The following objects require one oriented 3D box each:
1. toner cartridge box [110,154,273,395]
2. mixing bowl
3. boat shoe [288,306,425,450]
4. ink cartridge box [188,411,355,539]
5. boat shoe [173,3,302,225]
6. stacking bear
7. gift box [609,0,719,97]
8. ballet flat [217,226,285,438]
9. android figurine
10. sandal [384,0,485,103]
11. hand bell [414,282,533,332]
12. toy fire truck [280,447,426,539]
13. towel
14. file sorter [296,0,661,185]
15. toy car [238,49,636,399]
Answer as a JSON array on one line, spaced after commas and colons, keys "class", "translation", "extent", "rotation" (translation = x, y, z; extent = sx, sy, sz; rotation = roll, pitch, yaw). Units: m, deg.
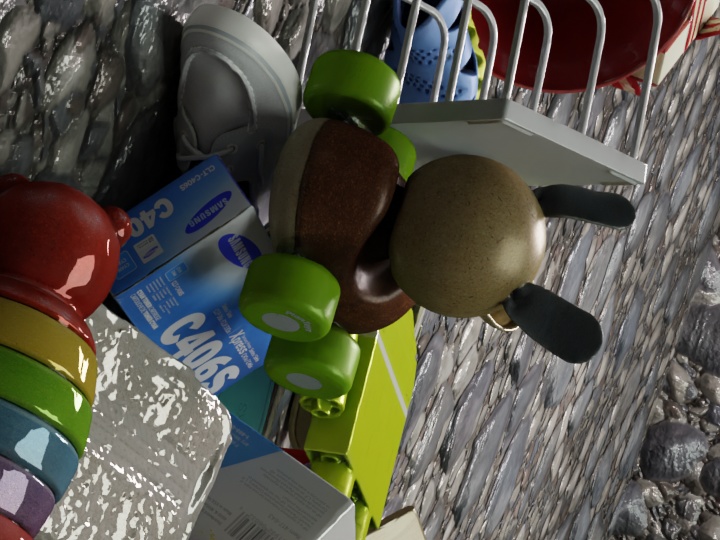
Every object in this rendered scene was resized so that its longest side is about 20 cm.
[{"class": "toner cartridge box", "translation": [-0.092, 0.011, 1.305], "extent": [0.095, 0.043, 0.200], "rotation": [-35, 157, -4]}, {"class": "mixing bowl", "translation": [0.147, -0.244, 1.629], "extent": [0.109, 0.199, 0.201], "rotation": [-98, -161, -65]}, {"class": "boat shoe", "translation": [0.010, 0.058, 1.691], "extent": [0.201, 0.074, 0.068], "rotation": [-62, 173, 7]}, {"class": "ink cartridge box", "translation": [-0.113, 0.205, 1.342], "extent": [0.200, 0.128, 0.126], "rotation": [-42, 152, -28]}, {"class": "boat shoe", "translation": [-0.080, -0.077, 1.287], "extent": [0.200, 0.072, 0.069], "rotation": [98, 18, -63]}, {"class": "stacking bear", "translation": [-0.176, 0.050, 1.070], "extent": [0.114, 0.121, 0.201], "rotation": [90, 16, -65]}, {"class": "gift box", "translation": [0.215, -0.256, 1.772], "extent": [0.184, 0.199, 0.188], "rotation": [-42, 150, -47]}, {"class": "ballet flat", "translation": [-0.068, 0.047, 1.482], "extent": [0.201, 0.069, 0.069], "rotation": [-65, 163, -10]}, {"class": "android figurine", "translation": [-0.001, 0.093, 1.499], "extent": [0.182, 0.041, 0.201], "rotation": [68, 30, -59]}, {"class": "sandal", "translation": [0.046, -0.175, 1.541], "extent": [0.087, 0.079, 0.201], "rotation": [-34, 130, -59]}, {"class": "hand bell", "translation": [0.000, 0.000, 1.406], "extent": [0.104, 0.199, 0.105], "rotation": [30, 56, -58]}, {"class": "toy fire truck", "translation": [-0.032, 0.205, 1.635], "extent": [0.200, 0.128, 0.177], "rotation": [-57, 149, -64]}, {"class": "towel", "translation": [-0.146, 0.099, 1.213], "extent": [0.200, 0.034, 0.133], "rotation": [42, 63, -48]}, {"class": "file sorter", "translation": [0.071, -0.130, 1.387], "extent": [0.138, 0.199, 0.125], "rotation": [21, 76, -43]}, {"class": "toy car", "translation": [0.052, -0.013, 1.256], "extent": [0.158, 0.199, 0.165], "rotation": [73, 31, -62]}]
